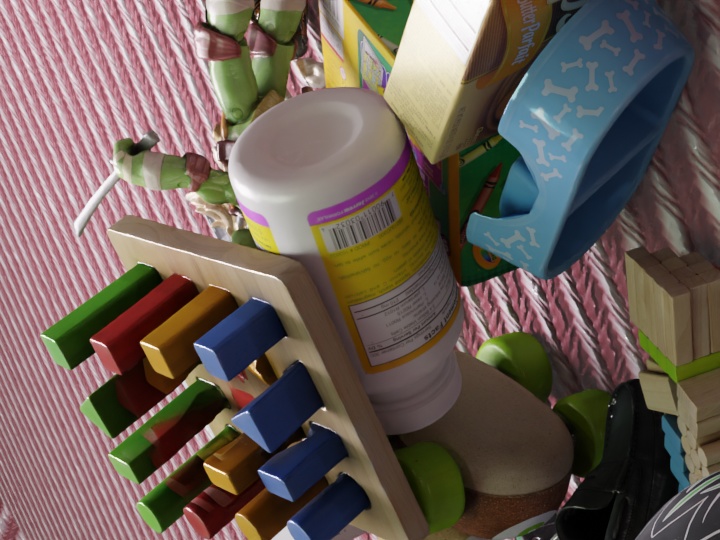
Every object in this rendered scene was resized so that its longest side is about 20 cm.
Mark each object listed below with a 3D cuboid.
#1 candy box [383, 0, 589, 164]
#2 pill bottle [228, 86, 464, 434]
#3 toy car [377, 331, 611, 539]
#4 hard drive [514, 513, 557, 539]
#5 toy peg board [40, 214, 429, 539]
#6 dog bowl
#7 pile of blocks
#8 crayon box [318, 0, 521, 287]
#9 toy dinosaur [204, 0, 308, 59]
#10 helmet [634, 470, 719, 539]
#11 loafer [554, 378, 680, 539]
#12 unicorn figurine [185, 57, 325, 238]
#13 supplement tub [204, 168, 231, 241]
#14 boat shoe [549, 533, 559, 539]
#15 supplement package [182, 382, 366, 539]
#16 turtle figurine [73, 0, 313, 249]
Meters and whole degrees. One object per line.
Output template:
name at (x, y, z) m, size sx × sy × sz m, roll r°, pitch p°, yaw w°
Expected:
candy box at (0.088, -0.146, 0.939) m, size 0.055 × 0.115 × 0.200 m, roll 54°, pitch 156°, yaw 19°
pill bottle at (0.000, 0.000, 1.072) m, size 0.104 × 0.104 × 0.201 m, roll 35°, pitch 152°, yaw 49°
toy car at (0.065, 0.165, 1.209) m, size 0.158 × 0.163 × 0.201 m, roll 39°, pitch 133°, yaw 46°
hard drive at (0.158, 0.272, 1.264) m, size 0.200 × 0.038 × 0.140 m, roll -118°, pitch 13°, yaw -60°
toy peg board at (-0.085, 0.088, 1.093) m, size 0.199 × 0.098 × 0.201 m, roll 16°, pitch 138°, yaw 52°
dog bowl at (0.119, -0.068, 0.974) m, size 0.050 × 0.111 × 0.200 m, roll 41°, pitch 151°, yaw 17°
pile of blocks at (0.203, 0.078, 1.014) m, size 0.082 × 0.062 × 0.201 m, roll -165°, pitch 59°, yaw -76°
crayon box at (0.041, -0.099, 1.132) m, size 0.119 × 0.058 × 0.200 m, roll 86°, pitch 157°, yaw -43°
toy dinosaur at (-0.079, -0.227, 1.248) m, size 0.200 × 0.102 × 0.136 m, roll 45°, pitch -168°, yaw -33°
helmet at (0.222, 0.184, 0.893) m, size 0.200 × 0.199 × 0.192 m, roll -16°, pitch 90°, yaw 67°
loafer at (0.149, 0.142, 1.060) m, size 0.068 × 0.070 × 0.201 m, roll 108°, pitch 173°, yaw -48°
unicorn figurine at (-0.027, -0.077, 1.287) m, size 0.138 × 0.074 × 0.200 m, roll 51°, pitch 130°, yaw 5°
supplement tub at (-0.036, 0.004, 1.385) m, size 0.201 × 0.107 × 0.107 m, roll 62°, pitch 158°, yaw 4°
boat shoe at (0.109, 0.226, 1.181) m, size 0.073 × 0.061 × 0.201 m, roll -100°, pitch 28°, yaw -50°
supplement package at (-0.049, 0.136, 1.552) m, size 0.201 × 0.110 × 0.156 m, roll 60°, pitch 158°, yaw 6°
turtle figurine at (-0.099, -0.102, 1.167) m, size 0.200 × 0.143 × 0.195 m, roll -155°, pitch 68°, yaw -63°
